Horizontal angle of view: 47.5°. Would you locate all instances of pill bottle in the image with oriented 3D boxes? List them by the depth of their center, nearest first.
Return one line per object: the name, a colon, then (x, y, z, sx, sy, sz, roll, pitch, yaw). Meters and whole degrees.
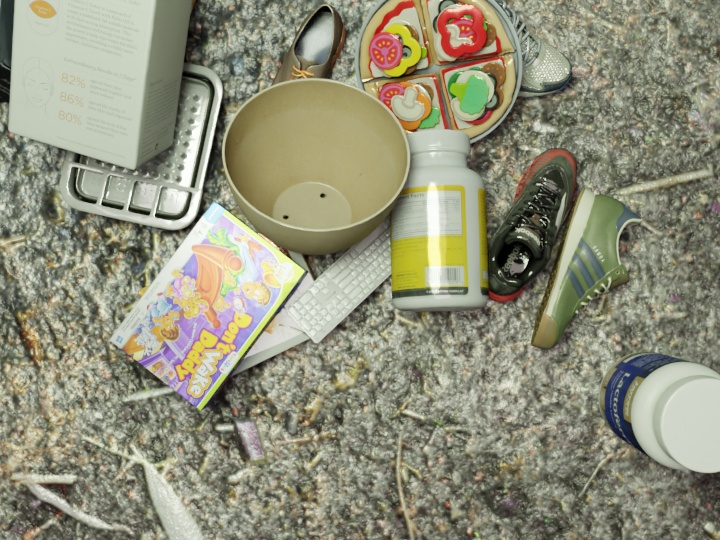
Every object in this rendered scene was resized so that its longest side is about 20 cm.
pill bottle: (0.345, 0.154, 0.903, 0.115, 0.200, 0.116, 0, 89, 1)
pill bottle: (0.090, -0.054, 0.945, 0.112, 0.112, 0.201, -1, 84, 1)

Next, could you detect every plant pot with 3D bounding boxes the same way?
plant pot: (-0.052, -0.095, 0.924, 0.199, 0.135, 0.201, 3, 61, -5)

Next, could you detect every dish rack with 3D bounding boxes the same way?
dish rack: (-0.262, -0.158, 0.996, 0.171, 0.044, 0.201, 12, 90, 2)

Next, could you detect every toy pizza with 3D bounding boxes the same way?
toy pizza: (0.086, -0.234, 0.948, 0.199, 0.032, 0.201, 8, 119, 14)

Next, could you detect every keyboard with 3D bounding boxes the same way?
keyboard: (0.000, 0.000, 0.983, 0.200, 0.011, 0.056, -43, 93, -14)

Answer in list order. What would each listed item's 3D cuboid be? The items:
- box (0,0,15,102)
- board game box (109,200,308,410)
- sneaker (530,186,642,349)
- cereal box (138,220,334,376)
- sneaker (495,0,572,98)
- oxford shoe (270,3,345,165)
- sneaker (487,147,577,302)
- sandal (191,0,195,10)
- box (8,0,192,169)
box: (-0.460, -0.269, 0.925, 0.199, 0.197, 0.118, 4, 88, 1)
board game box: (-0.173, 0.040, 0.951, 0.134, 0.045, 0.200, 37, 89, 2)
sneaker: (0.274, 0.007, 0.971, 0.090, 0.067, 0.201, 18, 86, 6)
cereal box: (-0.148, 0.045, 0.993, 0.199, 0.040, 0.144, -26, 89, 1)
sneaker: (0.161, -0.271, 0.965, 0.199, 0.085, 0.077, 26, 82, 0)
oxford shoe: (-0.076, -0.224, 0.978, 0.071, 0.073, 0.201, 18, 90, 1)
sneaker: (0.203, -0.055, 0.960, 0.071, 0.098, 0.201, 28, 89, 3)
sandal: (-0.245, -0.320, 0.988, 0.079, 0.059, 0.207, 21, 81, 7)
box: (-0.280, -0.235, 0.887, 0.152, 0.106, 0.201, 17, 115, 4)
